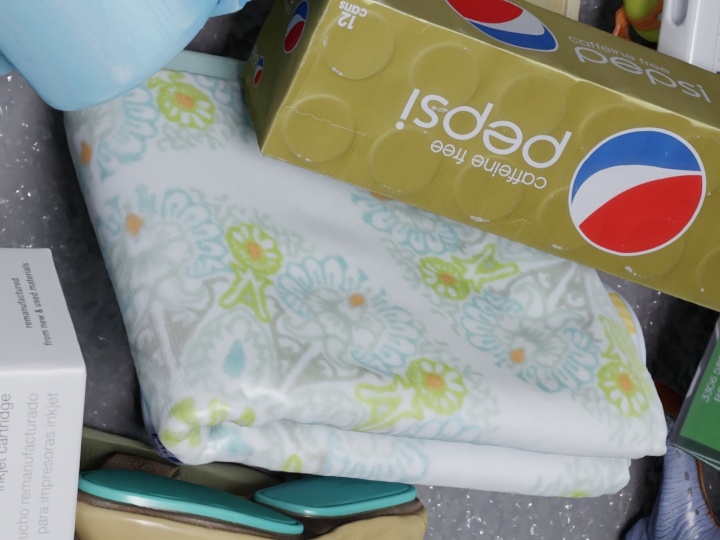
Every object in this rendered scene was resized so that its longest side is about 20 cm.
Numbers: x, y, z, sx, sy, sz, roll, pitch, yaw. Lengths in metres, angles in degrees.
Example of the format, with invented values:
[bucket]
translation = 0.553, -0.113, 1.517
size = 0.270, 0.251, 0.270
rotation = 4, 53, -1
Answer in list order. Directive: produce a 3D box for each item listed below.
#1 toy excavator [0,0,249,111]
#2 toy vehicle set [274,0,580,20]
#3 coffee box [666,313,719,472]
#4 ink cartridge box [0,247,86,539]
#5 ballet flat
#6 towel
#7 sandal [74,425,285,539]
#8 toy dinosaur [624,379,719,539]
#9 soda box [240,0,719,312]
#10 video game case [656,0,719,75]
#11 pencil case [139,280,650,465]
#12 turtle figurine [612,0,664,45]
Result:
[toy excavator]
translation = -0.123, -0.086, 0.923
size = 0.100, 0.194, 0.201
rotation = 53, 47, -32
[toy vehicle set]
translation = 0.034, -0.170, 1.050
size = 0.124, 0.026, 0.202
rotation = -2, 105, -31
[coffee box]
translation = 0.214, 0.044, 1.158
size = 0.199, 0.044, 0.124
rotation = 19, 94, -49
[ink cartridge box]
translation = -0.196, 0.074, 0.901
size = 0.199, 0.083, 0.148
rotation = -1, 119, -16
[ballet flat]
translation = -0.038, 0.107, 1.003
size = 0.199, 0.068, 0.063
rotation = 7, 97, -55
[towel]
translation = 0.000, 0.000, 0.982
size = 0.199, 0.172, 0.048
rotation = 7, 130, -30
[sandal]
translation = -0.092, 0.099, 1.032
size = 0.200, 0.057, 0.080
rotation = 6, 102, -34
[toy dinosaur]
translation = 0.128, 0.134, 1.195
size = 0.200, 0.104, 0.183
rotation = -6, 97, -69
[soda box]
translation = 0.061, -0.051, 0.985
size = 0.199, 0.064, 0.068
rotation = 19, 114, -18
[video game case]
translation = 0.197, -0.129, 1.100
size = 0.199, 0.024, 0.183
rotation = 5, 94, -40
[pencil case]
translation = 0.014, 0.036, 1.061
size = 0.199, 0.090, 0.084
rotation = 5, 84, -34
[turtle figurine]
translation = 0.154, -0.089, 1.127
size = 0.161, 0.064, 0.202
rotation = 11, 90, -41
